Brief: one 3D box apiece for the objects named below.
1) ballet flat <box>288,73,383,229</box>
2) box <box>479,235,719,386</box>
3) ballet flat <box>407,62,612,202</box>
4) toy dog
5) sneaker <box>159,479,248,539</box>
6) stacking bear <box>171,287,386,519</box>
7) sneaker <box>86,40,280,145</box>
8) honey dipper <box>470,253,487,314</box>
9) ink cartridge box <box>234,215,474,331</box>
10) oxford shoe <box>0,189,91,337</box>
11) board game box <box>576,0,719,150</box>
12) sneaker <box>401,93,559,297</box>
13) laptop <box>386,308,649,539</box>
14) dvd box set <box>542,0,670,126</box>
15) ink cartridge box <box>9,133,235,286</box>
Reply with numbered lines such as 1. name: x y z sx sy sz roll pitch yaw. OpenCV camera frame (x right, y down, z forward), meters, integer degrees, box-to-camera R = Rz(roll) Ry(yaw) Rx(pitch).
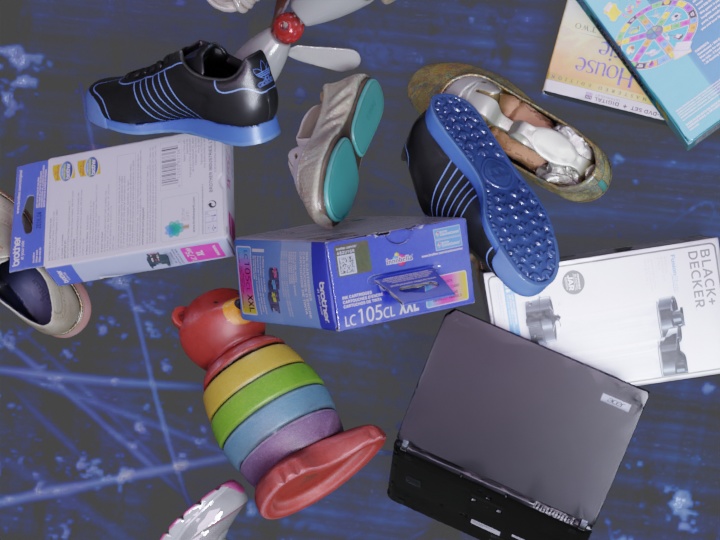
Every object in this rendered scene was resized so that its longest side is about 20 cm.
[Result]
1. ballet flat: -0.029 -0.098 1.434 0.062 0.200 0.068 -5 124 19
2. box: 0.206 0.041 1.416 0.199 0.060 0.117 -7 91 1
3. ballet flat: 0.128 -0.125 1.452 0.199 0.071 0.071 32 93 10
4. toy dog: -0.029 -0.242 1.486 0.199 0.096 0.132 -20 91 22
5. sneaker: -0.143 0.277 1.480 0.088 0.081 0.201 30 101 9
6. stacking bear: -0.088 0.103 1.460 0.121 0.114 0.200 -21 68 -32
7. sneaker: -0.158 -0.162 1.468 0.199 0.070 0.078 8 118 27
8. honey dipper: 0.116 0.041 1.465 0.038 0.038 0.201 -14 89 9
9. ink cartridge box: 0.000 0.000 1.379 0.136 0.200 0.077 -11 96 -29
10. oxford shoe: -0.325 -0.021 1.522 0.200 0.074 0.071 42 96 9
11. board game box: 0.276 -0.226 1.408 0.151 0.047 0.200 -36 82 6
12. sneaker: 0.096 -0.050 1.403 0.078 0.070 0.201 -56 49 44
13. laptop: 0.125 0.149 1.405 0.177 0.200 0.104 23 63 10
14. dvd box set: 0.251 -0.232 1.453 0.146 0.029 0.201 16 90 10
15. ink cartridge box: -0.210 -0.054 1.499 0.199 0.042 0.120 -8 59 7
